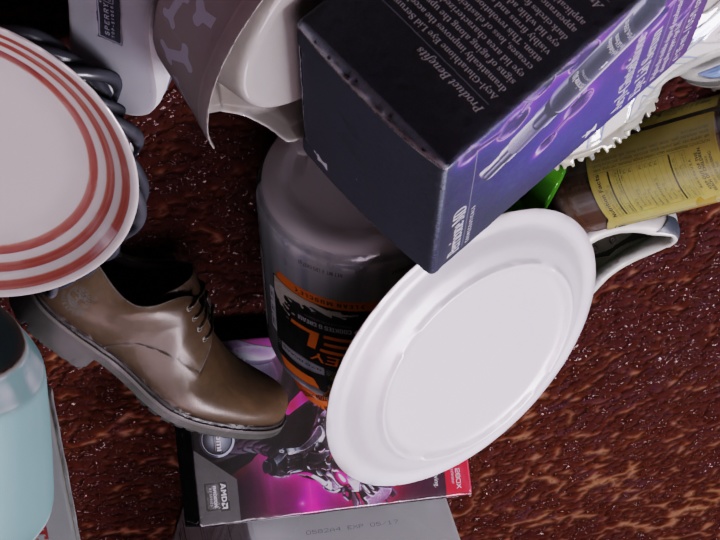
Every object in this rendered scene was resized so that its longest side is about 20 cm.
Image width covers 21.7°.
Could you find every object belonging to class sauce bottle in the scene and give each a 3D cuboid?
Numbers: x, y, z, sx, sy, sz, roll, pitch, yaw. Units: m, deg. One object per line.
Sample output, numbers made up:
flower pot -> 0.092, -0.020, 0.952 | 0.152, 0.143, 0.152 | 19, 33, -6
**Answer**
sauce bottle -> 0.162, -0.060, 1.164 | 0.200, 0.065, 0.065 | -13, 154, 36

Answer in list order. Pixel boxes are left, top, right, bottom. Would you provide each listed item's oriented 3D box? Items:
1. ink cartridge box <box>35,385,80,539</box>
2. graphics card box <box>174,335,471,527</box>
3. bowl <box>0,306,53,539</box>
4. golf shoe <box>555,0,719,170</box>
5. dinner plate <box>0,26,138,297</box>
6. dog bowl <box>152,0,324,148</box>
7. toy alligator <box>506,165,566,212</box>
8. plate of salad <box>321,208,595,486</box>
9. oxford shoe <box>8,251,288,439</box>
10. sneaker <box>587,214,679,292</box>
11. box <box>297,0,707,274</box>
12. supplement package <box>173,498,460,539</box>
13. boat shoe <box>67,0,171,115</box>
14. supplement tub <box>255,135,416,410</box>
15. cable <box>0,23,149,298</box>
ink cartridge box -> -0.294, 0.146, 1.208 | 0.200, 0.147, 0.083 | 2, 143, -26
graphics card box -> -0.027, 0.104, 1.290 | 0.200, 0.126, 0.051 | -4, 175, -18
bowl -> -0.265, 0.075, 1.107 | 0.201, 0.201, 0.105 | 5, 121, -30
golf shoe -> 0.151, -0.134, 1.105 | 0.200, 0.078, 0.097 | -28, 127, 5
dinner plate -> -0.210, -0.061, 0.959 | 0.200, 0.024, 0.200 | 4, 138, 4
dog bowl -> -0.019, -0.147, 0.930 | 0.200, 0.059, 0.200 | -41, 165, -14
toy alligator -> 0.084, 0.009, 1.188 | 0.054, 0.059, 0.200 | -49, 167, -41
plate of salad -> 0.056, 0.043, 1.109 | 0.200, 0.048, 0.200 | -26, 139, -26
oxford shoe -> -0.114, 0.042, 1.180 | 0.200, 0.073, 0.084 | 33, 113, -29
sneaker -> 0.117, -0.007, 1.249 | 0.200, 0.071, 0.073 | -30, 144, 19
box -> 0.073, -0.116, 0.944 | 0.200, 0.104, 0.148 | -42, 166, -12
supplement package -> -0.039, 0.204, 1.403 | 0.152, 0.151, 0.200 | -5, 144, -20
boat shoe -> -0.104, -0.159, 0.936 | 0.072, 0.066, 0.200 | 24, 147, 12
supplement tub -> 0.000, 0.000, 1.159 | 0.122, 0.123, 0.200 | -13, 146, -8
cable -> -0.191, -0.061, 1.011 | 0.163, 0.051, 0.200 | -4, 136, 13
